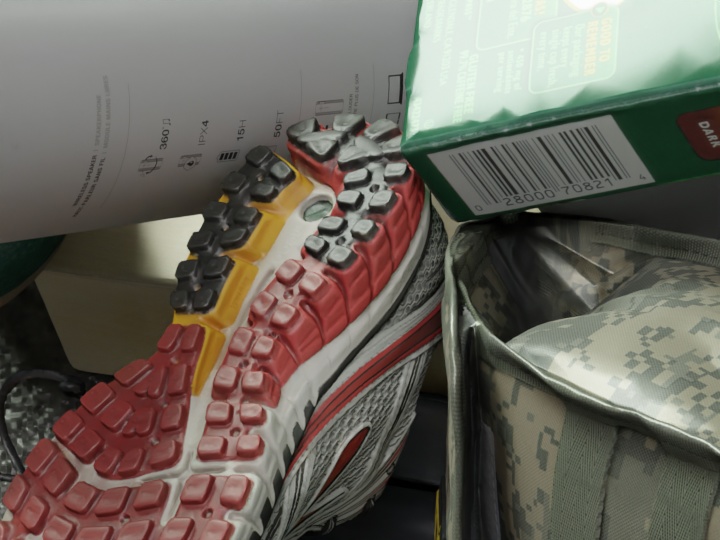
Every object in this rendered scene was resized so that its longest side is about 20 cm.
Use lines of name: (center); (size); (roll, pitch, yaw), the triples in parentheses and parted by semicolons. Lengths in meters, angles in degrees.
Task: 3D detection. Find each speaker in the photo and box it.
speaker: (-0.062, -0.054, 0.750); (0.199, 0.081, 0.081); (-11, 48, -46)

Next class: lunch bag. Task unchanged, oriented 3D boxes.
lunch bag: (0.082, 0.084, 0.675); (0.117, 0.165, 0.200); (-14, 21, -31)

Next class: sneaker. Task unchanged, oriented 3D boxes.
sneaker: (-0.029, 0.055, 0.705); (0.078, 0.082, 0.200); (15, 59, 40)

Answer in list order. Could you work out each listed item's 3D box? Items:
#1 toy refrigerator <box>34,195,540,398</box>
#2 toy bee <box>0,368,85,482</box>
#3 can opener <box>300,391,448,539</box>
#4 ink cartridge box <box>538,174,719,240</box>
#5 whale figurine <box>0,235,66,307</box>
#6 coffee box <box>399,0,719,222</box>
toy refrigerator: (0.000, 0.000, 0.859); (0.199, 0.070, 0.076); (7, 56, 14)
toy bee: (-0.069, 0.127, 0.778); (0.199, 0.132, 0.109); (20, 25, 27)
can opener: (0.067, 0.089, 0.797); (0.199, 0.063, 0.079); (13, 85, 16)
ink cartridge box: (0.112, -0.104, 0.797); (0.144, 0.085, 0.201); (-24, 49, 16)
whale figurine: (-0.180, -0.049, 0.790); (0.199, 0.104, 0.160); (0, 67, -17)
coffee box: (0.111, -0.086, 0.694); (0.199, 0.044, 0.124); (-12, 52, 25)
